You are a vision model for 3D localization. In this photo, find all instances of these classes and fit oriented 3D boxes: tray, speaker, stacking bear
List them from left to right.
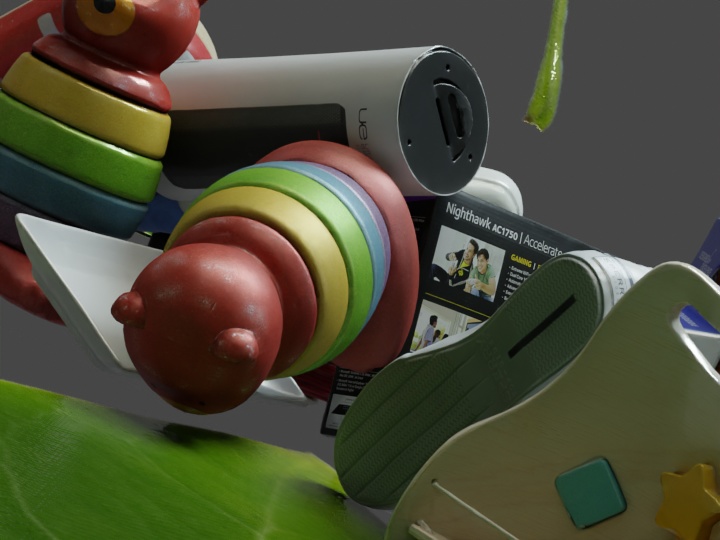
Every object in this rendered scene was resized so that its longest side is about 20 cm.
[{"bbox_3d":[-0.152,-0.083,1.615,0.121,0.200,0.114,27,5,17],"label":"stacking bear"},{"bbox_3d":[-0.107,0.029,1.564,0.107,0.022,0.200,52,16,23],"label":"tray"},{"bbox_3d":[-0.054,0.010,1.480,0.121,0.114,0.200,25,22,12],"label":"stacking bear"},{"bbox_3d":[-0.029,-0.079,1.632,0.200,0.081,0.081,1,-12,40],"label":"speaker"}]

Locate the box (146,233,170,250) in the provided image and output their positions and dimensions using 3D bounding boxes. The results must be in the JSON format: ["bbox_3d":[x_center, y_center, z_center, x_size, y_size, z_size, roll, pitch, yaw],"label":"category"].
[{"bbox_3d":[-0.006,-0.012,1.961,0.196,0.118,0.200,23,-1,19],"label":"box"}]

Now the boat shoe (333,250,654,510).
[{"bbox_3d":[0.072,0.059,1.424,0.067,0.200,0.074,4,61,-44],"label":"boat shoe"}]

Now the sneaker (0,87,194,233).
[{"bbox_3d":[-0.146,-0.048,1.753,0.199,0.077,0.111,8,-29,-25],"label":"sneaker"}]

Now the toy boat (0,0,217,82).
[{"bbox_3d":[-0.183,-0.093,1.842,0.131,0.200,0.131,51,24,-28],"label":"toy boat"}]

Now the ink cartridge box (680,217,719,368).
[{"bbox_3d":[0.132,0.063,1.493,0.047,0.200,0.198,24,5,-3],"label":"ink cartridge box"}]

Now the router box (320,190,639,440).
[{"bbox_3d":[0.080,0.047,1.675,0.200,0.150,0.051,22,-10,-40],"label":"router box"}]

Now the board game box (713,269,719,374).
[{"bbox_3d":[0.243,0.112,1.529,0.199,0.200,0.200,25,5,-3],"label":"board game box"}]

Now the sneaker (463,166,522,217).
[{"bbox_3d":[0.000,0.000,1.699,0.199,0.073,0.085,-16,29,3],"label":"sneaker"}]

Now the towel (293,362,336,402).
[{"bbox_3d":[-0.030,0.057,1.813,0.144,0.023,0.200,23,3,-3],"label":"towel"}]

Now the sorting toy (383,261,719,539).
[{"bbox_3d":[0.137,0.094,1.300,0.107,0.180,0.200,21,7,-43],"label":"sorting toy"}]
